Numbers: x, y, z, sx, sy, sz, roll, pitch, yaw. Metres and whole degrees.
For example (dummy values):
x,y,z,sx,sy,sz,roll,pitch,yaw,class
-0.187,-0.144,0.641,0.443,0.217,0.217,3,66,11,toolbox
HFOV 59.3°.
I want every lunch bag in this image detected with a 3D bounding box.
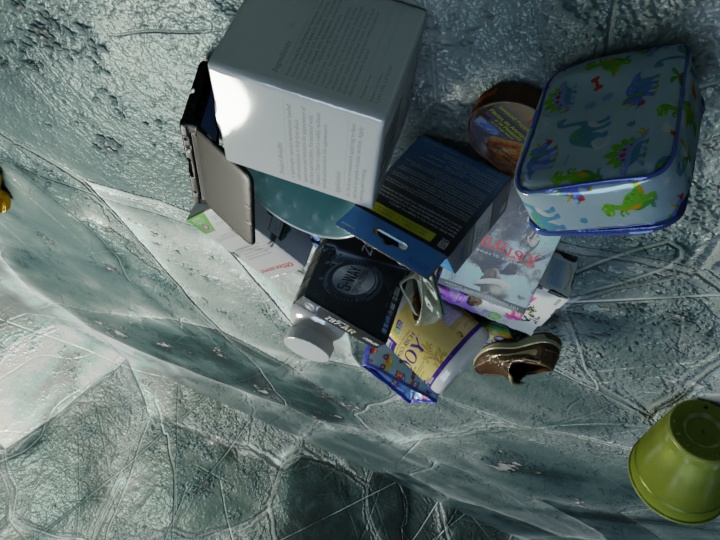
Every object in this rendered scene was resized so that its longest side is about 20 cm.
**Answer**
x,y,z,sx,sy,sz,roll,pitch,yaw,class
0.241,-0.127,0.621,0.158,0.203,0.083,-3,139,37,lunch bag
0.089,0.169,1.340,0.199,0.153,0.093,37,150,-28,lunch bag

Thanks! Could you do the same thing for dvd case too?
x,y,z,sx,sy,sz,roll,pitch,yaw,class
0.206,-0.041,0.910,0.143,0.022,0.203,20,127,5,dvd case

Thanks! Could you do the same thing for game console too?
x,y,z,sx,sy,sz,roll,pitch,yaw,class
-0.194,-0.167,0.932,0.113,0.180,0.201,11,154,-4,game console

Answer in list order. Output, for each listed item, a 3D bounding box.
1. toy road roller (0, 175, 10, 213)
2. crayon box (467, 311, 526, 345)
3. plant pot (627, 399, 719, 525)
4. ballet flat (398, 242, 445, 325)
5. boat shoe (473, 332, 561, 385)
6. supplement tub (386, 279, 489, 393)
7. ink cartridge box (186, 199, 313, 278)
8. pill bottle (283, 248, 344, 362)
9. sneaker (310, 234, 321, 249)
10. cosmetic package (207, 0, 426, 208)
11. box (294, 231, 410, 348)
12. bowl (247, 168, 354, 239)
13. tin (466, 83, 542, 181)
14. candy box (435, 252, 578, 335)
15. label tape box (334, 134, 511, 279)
x,y,z,sx,sy,sz,roll,pitch,yaw,class
-0.919,-0.189,1.524,0.121,0.147,0.203,23,116,-3,toy road roller
0.214,0.109,1.246,0.196,0.052,0.126,2,147,36,crayon box
0.652,0.362,1.250,0.196,0.203,0.195,12,140,18,plant pot
0.088,-0.003,1.017,0.067,0.061,0.205,-130,23,-74,ballet flat
0.281,0.174,1.176,0.074,0.076,0.201,28,147,-20,boat shoe
0.117,0.103,1.148,0.199,0.145,0.146,42,158,16,supplement tub
-0.197,-0.081,1.172,0.199,0.086,0.144,38,150,-30,ink cartridge box
-0.067,0.061,1.205,0.113,0.203,0.117,17,154,9,pill bottle
-0.048,-0.041,1.116,0.198,0.083,0.074,33,-174,-17,sneaker
-0.047,-0.208,0.731,0.196,0.168,0.166,19,153,4,cosmetic package
0.000,0.000,1.041,0.158,0.203,0.043,31,152,-17,box
-0.063,-0.148,0.923,0.196,0.107,0.202,17,153,9,bowl
0.220,-0.152,0.777,0.198,0.043,0.111,33,156,-20,tin
0.226,0.013,1.035,0.196,0.073,0.169,22,153,3,candy box
0.081,-0.069,0.809,0.143,0.200,0.064,30,150,23,label tape box
